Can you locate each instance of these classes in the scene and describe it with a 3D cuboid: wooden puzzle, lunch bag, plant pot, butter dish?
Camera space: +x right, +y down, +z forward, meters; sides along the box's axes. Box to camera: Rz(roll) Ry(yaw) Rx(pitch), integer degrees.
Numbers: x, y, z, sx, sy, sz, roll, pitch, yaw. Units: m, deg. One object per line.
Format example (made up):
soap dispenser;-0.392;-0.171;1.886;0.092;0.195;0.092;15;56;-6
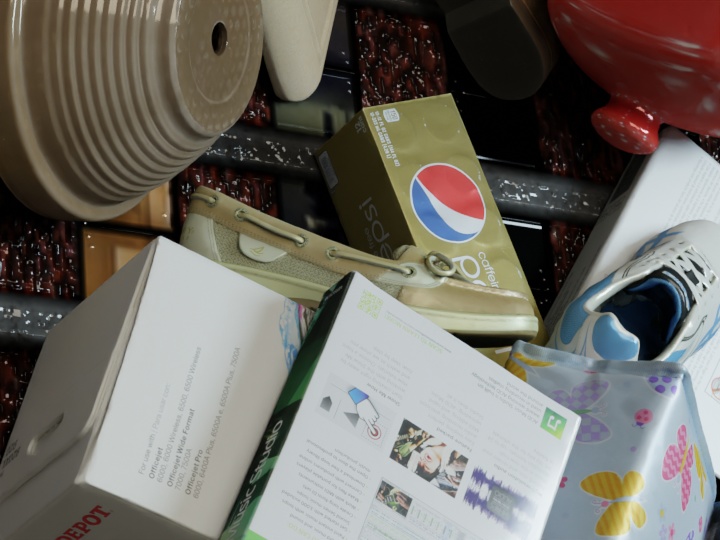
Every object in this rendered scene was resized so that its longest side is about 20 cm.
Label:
wooden puzzle;-0.033;-0.226;1.482;0.037;0.185;0.201;9;61;15
lunch bag;0.127;0.163;1.384;0.127;0.200;0.170;8;54;23
plant pot;-0.113;-0.122;1.355;0.201;0.092;0.202;7;90;-65
butter dish;0.187;-0.140;1.554;0.199;0.200;0.148;23;82;23

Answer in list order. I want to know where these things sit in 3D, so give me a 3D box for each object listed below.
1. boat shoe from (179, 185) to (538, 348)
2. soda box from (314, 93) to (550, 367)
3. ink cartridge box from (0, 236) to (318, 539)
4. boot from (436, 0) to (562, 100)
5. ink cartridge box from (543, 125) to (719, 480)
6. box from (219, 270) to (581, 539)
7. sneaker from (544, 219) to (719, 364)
boat shoe;0.000;0.000;1.399;0.200;0.073;0.063;9;82;10
soda box;0.048;0.004;1.476;0.068;0.064;0.201;-12;75;-35
ink cartridge box;-0.066;0.106;1.307;0.200;0.147;0.145;26;57;-19
boot;0.069;-0.207;1.573;0.075;0.073;0.200;-48;119;-48
ink cartridge box;0.208;0.036;1.571;0.173;0.044;0.200;39;53;-10
box;0.015;0.118;1.237;0.144;0.036;0.200;33;53;-14
sneaker;0.174;0.019;1.479;0.072;0.072;0.200;52;40;1
